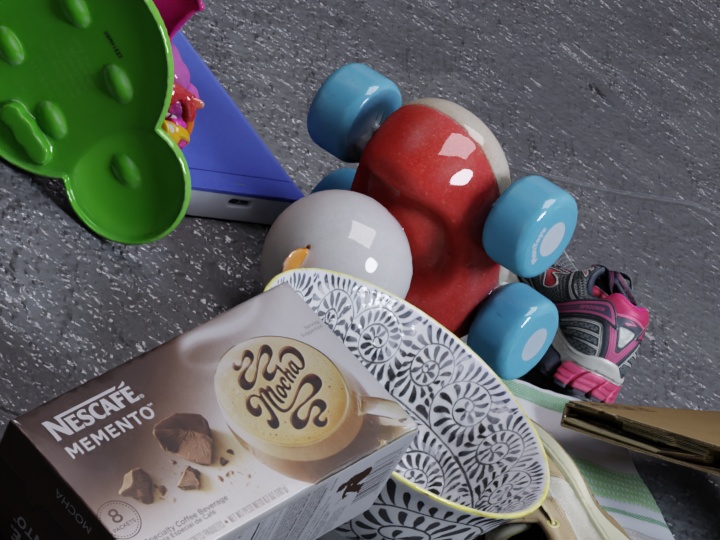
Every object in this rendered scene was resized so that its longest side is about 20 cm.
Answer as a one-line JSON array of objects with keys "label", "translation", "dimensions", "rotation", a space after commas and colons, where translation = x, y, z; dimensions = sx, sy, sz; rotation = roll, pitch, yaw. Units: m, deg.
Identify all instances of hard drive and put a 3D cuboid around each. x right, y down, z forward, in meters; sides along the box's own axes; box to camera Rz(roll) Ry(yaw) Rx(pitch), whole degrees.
[{"label": "hard drive", "translation": [-0.132, -0.111, 1.974], "dimensions": [0.132, 0.025, 0.200], "rotation": [6, 39, -50]}]

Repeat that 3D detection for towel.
[{"label": "towel", "translation": [0.150, 0.148, 1.901], "dimensions": [0.149, 0.031, 0.200], "rotation": [17, 32, -38]}]

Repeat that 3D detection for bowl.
[{"label": "bowl", "translation": [0.001, 0.100, 1.701], "dimensions": [0.201, 0.094, 0.201], "rotation": [31, 25, -16]}]

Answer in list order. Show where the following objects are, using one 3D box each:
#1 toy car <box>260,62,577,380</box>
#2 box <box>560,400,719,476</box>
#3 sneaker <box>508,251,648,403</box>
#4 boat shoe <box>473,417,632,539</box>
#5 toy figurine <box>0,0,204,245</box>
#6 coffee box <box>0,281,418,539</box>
[{"label": "toy car", "translation": [0.000, 0.000, 1.858], "dimensions": [0.184, 0.177, 0.200], "rotation": [35, 50, 27]}, {"label": "box", "translation": [0.254, 0.117, 1.949], "dimensions": [0.163, 0.021, 0.200], "rotation": [16, 5, 39]}, {"label": "sneaker", "translation": [0.156, 0.024, 2.059], "dimensions": [0.081, 0.075, 0.200], "rotation": [26, 16, -23]}, {"label": "boat shoe", "translation": [0.104, 0.155, 1.775], "dimensions": [0.066, 0.074, 0.200], "rotation": [-19, 47, -29]}, {"label": "toy figurine", "translation": [-0.145, -0.133, 1.858], "dimensions": [0.200, 0.150, 0.184], "rotation": [59, 25, -8]}, {"label": "coffee box", "translation": [-0.084, 0.101, 1.519], "dimensions": [0.200, 0.080, 0.113], "rotation": [-26, 66, -40]}]
